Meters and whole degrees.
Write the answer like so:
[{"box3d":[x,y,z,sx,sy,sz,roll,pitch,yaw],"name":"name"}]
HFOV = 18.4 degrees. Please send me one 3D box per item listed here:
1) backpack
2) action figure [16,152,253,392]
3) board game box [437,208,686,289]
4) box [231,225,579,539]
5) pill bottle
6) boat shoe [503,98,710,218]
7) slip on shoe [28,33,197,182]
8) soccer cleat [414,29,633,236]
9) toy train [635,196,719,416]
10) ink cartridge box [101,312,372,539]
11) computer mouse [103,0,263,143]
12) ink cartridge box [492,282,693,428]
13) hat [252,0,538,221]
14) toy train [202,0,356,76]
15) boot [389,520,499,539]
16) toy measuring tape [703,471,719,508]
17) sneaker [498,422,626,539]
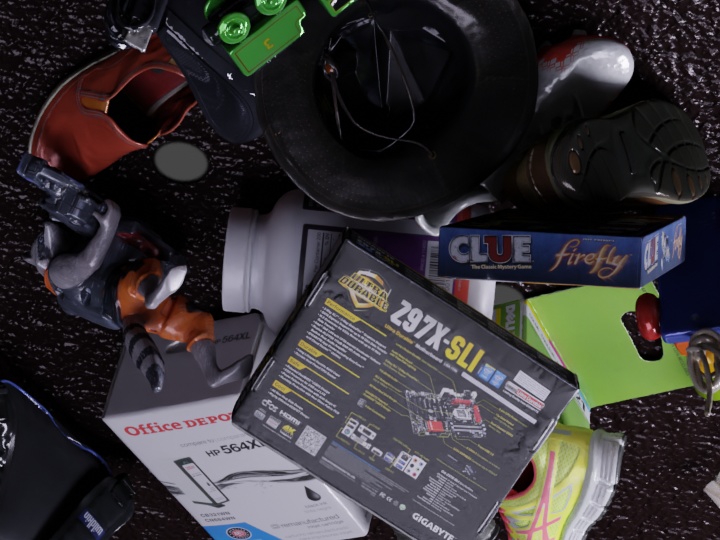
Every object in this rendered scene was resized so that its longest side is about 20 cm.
[{"box3d":[-0.314,0.206,1.835,0.153,0.192,0.200,-14,136,41],"name":"backpack"},{"box3d":[-0.188,0.004,1.625,0.193,0.105,0.200,26,171,45],"name":"action figure"},{"box3d":[0.141,-0.017,1.506,0.134,0.200,0.035,3,96,15],"name":"board game box"},{"box3d":[0.031,0.091,1.581,0.199,0.049,0.160,32,101,-4],"name":"box"},{"box3d":[0.000,0.000,1.643,0.198,0.113,0.113,5,137,1],"name":"pill bottle"},{"box3d":[0.168,-0.073,1.530,0.073,0.076,0.199,-17,172,38],"name":"boat shoe"},{"box3d":[-0.172,-0.112,1.581,0.074,0.062,0.199,33,133,-29],"name":"slip on shoe"},{"box3d":[0.111,-0.093,1.554,0.199,0.086,0.069,-30,126,32],"name":"soccer cleat"},{"box3d":[0.251,0.056,1.616,0.084,0.201,0.116,-9,139,15],"name":"toy train"},{"box3d":[-0.093,0.136,1.802,0.145,0.085,0.200,-12,135,31],"name":"ink cartridge box"},{"box3d":[-0.092,-0.159,1.485,0.052,0.140,0.200,-1,148,27],"name":"computer mouse"},{"box3d":[0.155,0.092,1.750,0.198,0.076,0.148,-15,133,22],"name":"ink cartridge box"},{"box3d":[0.019,-0.129,1.515,0.199,0.203,0.081,16,177,-11],"name":"hat"},{"box3d":[-0.015,-0.200,1.433,0.199,0.042,0.056,-37,129,1],"name":"toy train"},{"box3d":[0.068,0.161,1.715,0.131,0.068,0.199,47,147,-19],"name":"boot"},{"box3d":[0.311,0.131,1.774,0.073,0.074,0.201,17,133,-12],"name":"toy measuring tape"},{"box3d":[0.138,0.184,1.749,0.090,0.078,0.201,19,131,-2],"name":"sneaker"}]
